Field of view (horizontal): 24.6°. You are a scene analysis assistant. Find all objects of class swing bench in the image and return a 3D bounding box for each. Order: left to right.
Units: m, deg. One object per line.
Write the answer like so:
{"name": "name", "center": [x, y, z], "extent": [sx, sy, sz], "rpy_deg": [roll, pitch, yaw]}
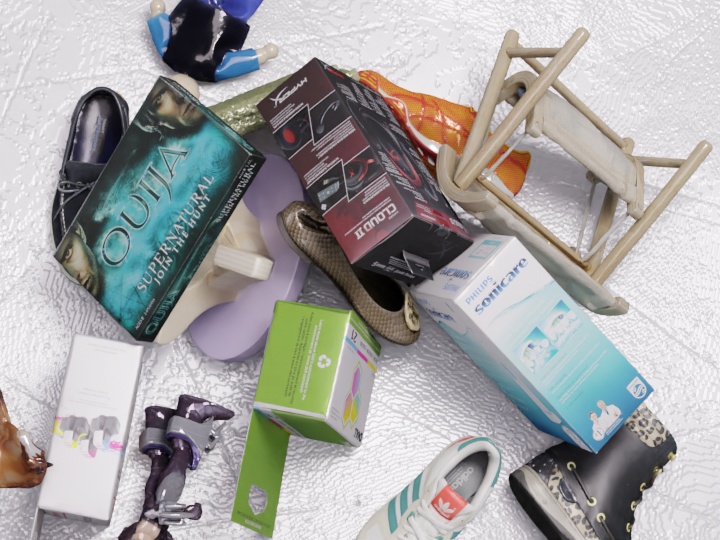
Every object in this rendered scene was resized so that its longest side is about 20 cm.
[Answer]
{"name": "swing bench", "center": [0.192, -0.092, 1.570], "extent": [0.199, 0.130, 0.201], "rpy_deg": [37, 76, -28]}

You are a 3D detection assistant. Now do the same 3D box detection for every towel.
{"name": "towel", "center": [-0.105, -0.151, 1.582], "extent": [0.199, 0.148, 0.037], "rpy_deg": [-23, 100, -10]}

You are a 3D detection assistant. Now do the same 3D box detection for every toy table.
{"name": "toy table", "center": [-0.132, -0.020, 1.533], "extent": [0.183, 0.117, 0.201], "rpy_deg": [4, 83, 32]}

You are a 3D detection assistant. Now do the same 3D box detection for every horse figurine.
{"name": "horse figurine", "center": [-0.357, 0.172, 1.493], "extent": [0.200, 0.050, 0.133], "rpy_deg": [-41, 77, 30]}

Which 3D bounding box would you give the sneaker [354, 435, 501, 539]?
{"name": "sneaker", "center": [0.060, 0.229, 1.540], "extent": [0.070, 0.093, 0.200], "rpy_deg": [43, 77, 4]}

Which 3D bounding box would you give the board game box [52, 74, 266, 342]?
{"name": "board game box", "center": [-0.184, -0.056, 1.482], "extent": [0.135, 0.028, 0.200], "rpy_deg": [40, 105, 29]}

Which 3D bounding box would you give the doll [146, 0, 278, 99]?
{"name": "doll", "center": [-0.142, -0.245, 1.644], "extent": [0.136, 0.048, 0.201], "rpy_deg": [26, 76, 1]}

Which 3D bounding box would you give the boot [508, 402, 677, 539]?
{"name": "boot", "center": [0.257, 0.228, 1.574], "extent": [0.154, 0.073, 0.204], "rpy_deg": [-39, 86, -16]}

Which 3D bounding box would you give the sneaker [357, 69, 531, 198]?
{"name": "sneaker", "center": [0.077, -0.139, 1.644], "extent": [0.200, 0.073, 0.077], "rpy_deg": [35, 61, -5]}

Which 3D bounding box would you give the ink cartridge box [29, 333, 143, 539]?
{"name": "ink cartridge box", "center": [-0.249, 0.168, 1.508], "extent": [0.067, 0.115, 0.201], "rpy_deg": [11, 78, -5]}

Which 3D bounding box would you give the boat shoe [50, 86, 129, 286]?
{"name": "boat shoe", "center": [-0.258, -0.084, 1.591], "extent": [0.074, 0.062, 0.201], "rpy_deg": [7, 78, -6]}

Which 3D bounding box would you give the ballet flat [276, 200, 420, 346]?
{"name": "ballet flat", "center": [0.000, 0.000, 1.518], "extent": [0.046, 0.068, 0.200], "rpy_deg": [-32, 124, 20]}

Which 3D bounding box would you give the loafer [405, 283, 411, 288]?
{"name": "loafer", "center": [0.024, -0.036, 1.603], "extent": [0.200, 0.076, 0.068], "rpy_deg": [35, 70, 2]}

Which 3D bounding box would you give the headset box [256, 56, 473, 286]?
{"name": "headset box", "center": [0.011, -0.078, 1.484], "extent": [0.075, 0.149, 0.201], "rpy_deg": [-37, 69, 16]}

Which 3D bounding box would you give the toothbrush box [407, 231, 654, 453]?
{"name": "toothbrush box", "center": [0.154, 0.063, 1.531], "extent": [0.200, 0.146, 0.085], "rpy_deg": [45, 82, -12]}

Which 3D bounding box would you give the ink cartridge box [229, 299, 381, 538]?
{"name": "ink cartridge box", "center": [-0.048, 0.144, 1.513], "extent": [0.075, 0.148, 0.201], "rpy_deg": [8, 77, 14]}

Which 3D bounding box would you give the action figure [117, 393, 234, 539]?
{"name": "action figure", "center": [-0.180, 0.212, 1.499], "extent": [0.069, 0.130, 0.201], "rpy_deg": [27, 57, -19]}
